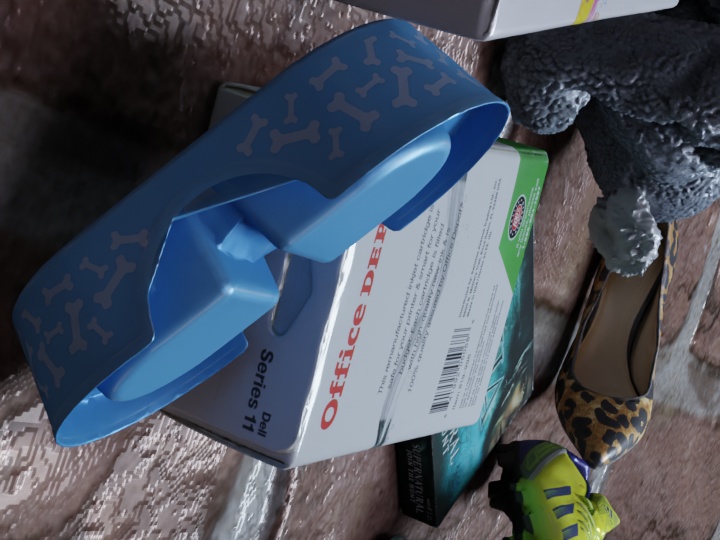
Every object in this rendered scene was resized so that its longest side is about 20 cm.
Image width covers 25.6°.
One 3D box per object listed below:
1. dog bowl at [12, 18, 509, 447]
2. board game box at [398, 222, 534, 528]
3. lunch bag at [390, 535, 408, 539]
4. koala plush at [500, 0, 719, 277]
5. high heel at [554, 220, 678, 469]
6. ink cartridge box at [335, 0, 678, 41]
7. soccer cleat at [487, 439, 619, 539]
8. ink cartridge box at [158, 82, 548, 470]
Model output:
[{"bbox_3d":[-0.040,-0.015,0.566,0.200,0.050,0.111,-37,169,8],"label":"dog bowl"},{"bbox_3d":[0.064,0.040,0.949,0.135,0.028,0.201,-49,147,-38],"label":"board game box"},{"bbox_3d":[0.042,0.265,1.003,0.161,0.077,0.200,-66,153,-13],"label":"lunch bag"},{"bbox_3d":[0.191,-0.096,0.973,0.178,0.183,0.200,-57,163,-27],"label":"koala plush"},{"bbox_3d":[0.188,0.038,1.135,0.200,0.071,0.143,-66,168,-54],"label":"high heel"},{"bbox_3d":[0.042,-0.182,0.609,0.200,0.146,0.147,-22,127,-58],"label":"ink cartridge box"},{"bbox_3d":[0.132,0.162,1.023,0.200,0.083,0.065,-96,-167,-73],"label":"soccer cleat"},{"bbox_3d":[0.000,0.000,0.724,0.200,0.083,0.148,0,107,-64],"label":"ink cartridge box"}]
